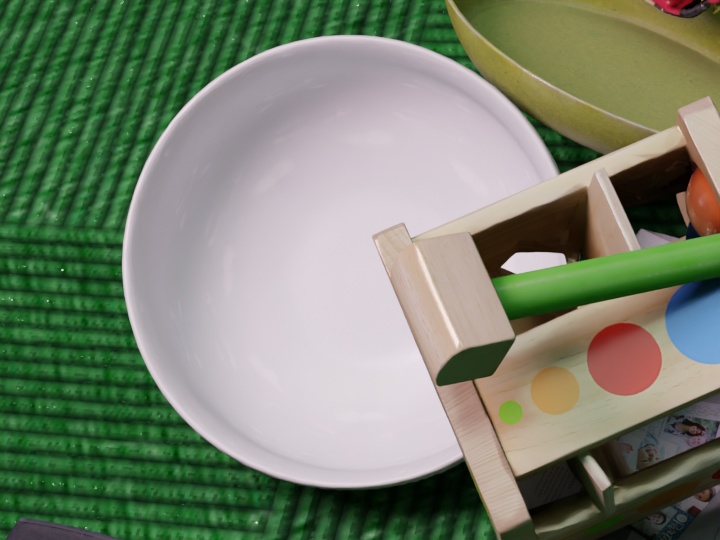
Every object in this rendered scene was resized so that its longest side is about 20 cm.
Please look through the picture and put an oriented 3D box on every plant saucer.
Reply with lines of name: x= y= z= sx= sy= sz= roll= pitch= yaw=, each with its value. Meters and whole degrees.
plant saucer: x=0.127 y=-0.092 z=1.114 sx=0.199 sy=0.031 sz=0.200 roll=16 pitch=28 yaw=-9

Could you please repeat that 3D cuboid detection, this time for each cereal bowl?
cereal bowl: x=0.000 y=0.000 z=1.082 sx=0.199 sy=0.083 sz=0.201 roll=-1 pitch=83 yaw=10

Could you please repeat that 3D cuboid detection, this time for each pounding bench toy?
pounding bench toy: x=0.101 y=0.017 z=0.916 sx=0.156 sy=0.200 sz=0.125 roll=-23 pitch=73 yaw=1

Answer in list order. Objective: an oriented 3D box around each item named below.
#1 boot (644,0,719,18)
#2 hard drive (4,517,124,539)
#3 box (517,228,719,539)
boot: x=0.205 y=-0.176 z=1.128 sx=0.200 sy=0.073 sz=0.151 roll=30 pitch=63 yaw=35
hard drive: x=-0.092 y=0.180 z=1.018 sx=0.200 sy=0.042 sz=0.135 roll=18 pitch=60 yaw=28
box: x=0.178 y=0.075 z=1.020 sx=0.200 sy=0.041 sz=0.156 roll=15 pitch=60 yaw=28
